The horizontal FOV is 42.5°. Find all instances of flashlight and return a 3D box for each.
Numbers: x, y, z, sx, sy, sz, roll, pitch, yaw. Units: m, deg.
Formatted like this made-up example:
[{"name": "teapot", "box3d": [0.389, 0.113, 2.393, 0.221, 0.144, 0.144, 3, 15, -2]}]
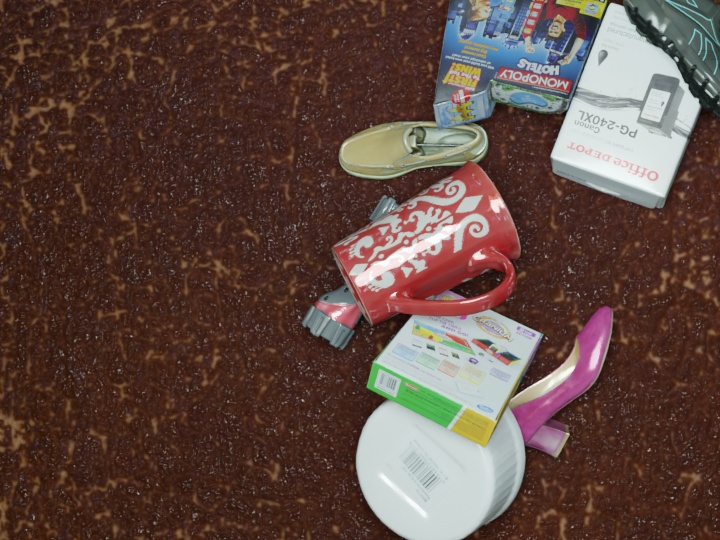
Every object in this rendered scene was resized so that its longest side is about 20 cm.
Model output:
[{"name": "flashlight", "box3d": [0.000, 0.000, 1.201, 0.068, 0.067, 0.201, 31, 92, 55]}]

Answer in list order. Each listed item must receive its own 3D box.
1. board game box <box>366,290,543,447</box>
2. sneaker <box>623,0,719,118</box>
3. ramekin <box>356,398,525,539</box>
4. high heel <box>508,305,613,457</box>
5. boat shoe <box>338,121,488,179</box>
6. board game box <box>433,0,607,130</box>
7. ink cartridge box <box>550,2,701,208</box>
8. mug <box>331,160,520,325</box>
[{"name": "board game box", "box3d": [0.117, 0.105, 1.096, 0.152, 0.200, 0.041, 25, 124, 15]}, {"name": "sneaker", "box3d": [0.379, -0.252, 1.025, 0.079, 0.075, 0.201, -36, 78, 5]}, {"name": "ramekin", "box3d": [0.091, 0.229, 1.118, 0.198, 0.098, 0.203, 3, 98, 25]}, {"name": "high heel", "box3d": [0.233, 0.124, 1.129, 0.095, 0.067, 0.202, 23, 106, 5]}, {"name": "boat shoe", "box3d": [0.062, -0.163, 1.186, 0.198, 0.076, 0.073, -8, 85, 14]}, {"name": "board game box", "box3d": [0.175, -0.256, 1.132, 0.198, 0.062, 0.201, 19, 73, 20]}, {"name": "ink cartridge box", "box3d": [0.330, -0.194, 1.113, 0.144, 0.083, 0.202, 21, 91, 14]}, {"name": "mug", "box3d": [0.079, -0.022, 1.099, 0.198, 0.178, 0.134, -27, 111, -4]}]
